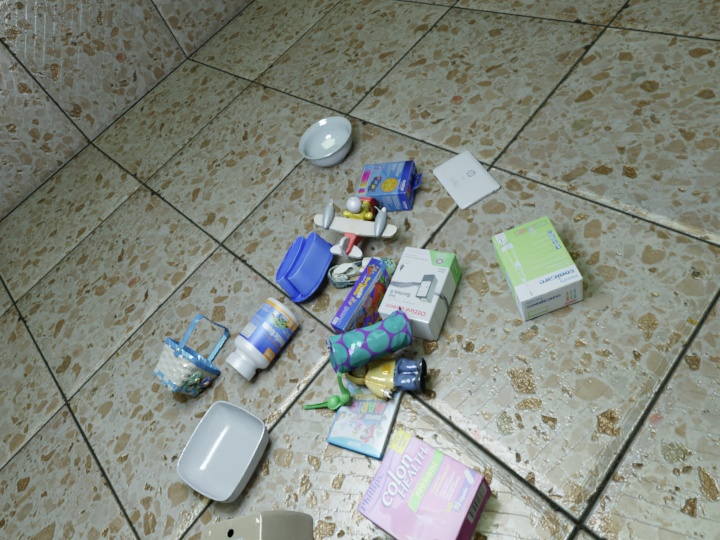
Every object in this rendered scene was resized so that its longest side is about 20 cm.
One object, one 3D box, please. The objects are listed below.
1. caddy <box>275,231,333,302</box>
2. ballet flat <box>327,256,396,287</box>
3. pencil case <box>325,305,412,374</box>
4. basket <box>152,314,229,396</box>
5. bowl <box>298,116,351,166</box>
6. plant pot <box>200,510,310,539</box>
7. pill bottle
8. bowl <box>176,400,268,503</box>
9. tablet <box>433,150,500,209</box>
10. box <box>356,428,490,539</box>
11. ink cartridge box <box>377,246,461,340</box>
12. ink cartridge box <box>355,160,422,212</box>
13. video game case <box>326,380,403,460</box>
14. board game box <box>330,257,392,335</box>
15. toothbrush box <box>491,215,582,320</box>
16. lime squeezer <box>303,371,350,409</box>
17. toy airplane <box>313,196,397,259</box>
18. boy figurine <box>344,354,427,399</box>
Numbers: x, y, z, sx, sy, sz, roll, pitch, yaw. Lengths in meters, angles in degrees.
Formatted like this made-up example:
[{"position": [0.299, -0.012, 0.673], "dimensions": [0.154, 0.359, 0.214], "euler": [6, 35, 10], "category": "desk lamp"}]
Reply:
[{"position": [-0.151, -0.008, 1.494], "dimensions": [0.139, 0.105, 0.204], "euler": [-12, 46, 49], "category": "caddy"}, {"position": [0.000, 0.000, 1.437], "dimensions": [0.194, 0.075, 0.076], "euler": [-17, 48, 13], "category": "ballet flat"}, {"position": [0.020, 0.159, 1.195], "dimensions": [0.194, 0.086, 0.094], "euler": [-19, 59, -8], "category": "pencil case"}, {"position": [-0.441, 0.225, 1.410], "dimensions": [0.136, 0.177, 0.205], "euler": [23, 79, 21], "category": "basket"}, {"position": [-0.106, -0.422, 1.799], "dimensions": [0.195, 0.091, 0.206], "euler": [-14, 49, 16], "category": "bowl"}, {"position": [-0.211, 0.575, 1.019], "dimensions": [0.194, 0.179, 0.204], "euler": [-18, 48, 12], "category": "plant pot"}, {"position": [-0.261, 0.183, 1.389], "dimensions": [0.110, 0.113, 0.202], "euler": [22, 66, 36], "category": "pill bottle"}, {"position": [-0.317, 0.433, 1.249], "dimensions": [0.195, 0.075, 0.203], "euler": [13, 61, 32], "category": "bowl"}, {"position": [0.305, -0.268, 1.536], "dimensions": [0.127, 0.014, 0.203], "euler": [-29, 48, 2], "category": "tablet"}, {"position": [0.124, 0.442, 1.015], "dimensions": [0.196, 0.098, 0.178], "euler": [19, 64, 36], "category": "box"}, {"position": [0.150, 0.054, 1.312], "dimensions": [0.142, 0.085, 0.204], "euler": [9, 59, 30], "category": "ink cartridge box"}, {"position": [0.095, -0.253, 1.584], "dimensions": [0.193, 0.077, 0.140], "euler": [0, 54, 23], "category": "ink cartridge box"}, {"position": [0.017, 0.317, 1.217], "dimensions": [0.139, 0.018, 0.204], "euler": [6, 58, 28], "category": "video game case"}, {"position": [0.016, 0.093, 1.312], "dimensions": [0.044, 0.136, 0.203], "euler": [17, 63, 34], "category": "board game box"}, {"position": [0.410, -0.008, 1.234], "dimensions": [0.142, 0.087, 0.204], "euler": [-21, 48, 8], "category": "toothbrush box"}, {"position": [-0.066, 0.296, 1.223], "dimensions": [0.200, 0.069, 0.039], "euler": [-49, 38, 45], "category": "lime squeezer"}, {"position": [-0.017, -0.132, 1.459], "dimensions": [0.194, 0.144, 0.201], "euler": [-20, 42, -11], "category": "toy airplane"}, {"position": [0.055, 0.230, 1.212], "dimensions": [0.193, 0.065, 0.128], "euler": [1, 58, 23], "category": "boy figurine"}]
